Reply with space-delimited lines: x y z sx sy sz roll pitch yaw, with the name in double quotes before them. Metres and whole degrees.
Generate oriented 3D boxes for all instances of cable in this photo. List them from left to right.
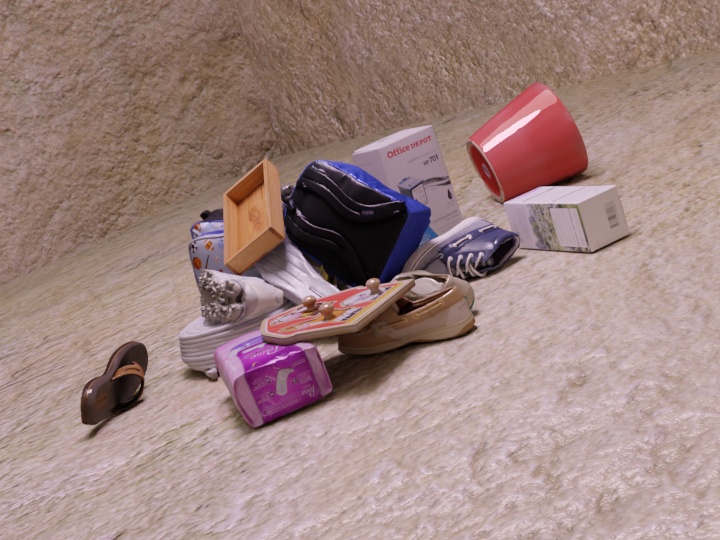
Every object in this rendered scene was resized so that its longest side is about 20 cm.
"cable" -0.188 0.092 1.773 0.199 0.070 0.199 -26 14 -31

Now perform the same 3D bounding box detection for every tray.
"tray" -0.169 -0.086 1.796 0.098 0.037 0.201 -38 31 19

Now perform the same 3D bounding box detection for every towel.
"towel" -0.058 0.019 1.871 0.018 0.087 0.200 12 12 -5

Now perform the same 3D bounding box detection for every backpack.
"backpack" -0.188 -0.006 1.925 0.199 0.192 0.154 -4 23 30
"backpack" -0.009 -0.070 1.756 0.199 0.163 0.168 30 11 20

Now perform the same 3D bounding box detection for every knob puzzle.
"knob puzzle" -0.051 0.049 1.508 0.218 0.031 0.220 -17 11 4

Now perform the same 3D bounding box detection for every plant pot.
"plant pot" 0.315 -0.236 2.221 0.177 0.201 0.200 -31 13 -4

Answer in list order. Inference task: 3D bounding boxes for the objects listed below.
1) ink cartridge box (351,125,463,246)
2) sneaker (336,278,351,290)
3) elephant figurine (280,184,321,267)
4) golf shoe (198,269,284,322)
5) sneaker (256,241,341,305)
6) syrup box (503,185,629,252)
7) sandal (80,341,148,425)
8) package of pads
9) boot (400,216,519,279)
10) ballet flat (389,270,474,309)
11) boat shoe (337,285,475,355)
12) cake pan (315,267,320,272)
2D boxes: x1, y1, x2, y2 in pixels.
"ink cartridge box" 0.088 -0.148 2.101 0.146 0.201 0.086 -27 15 -35
"sneaker" 0.000 0.000 1.879 0.070 0.081 0.200 -21 14 -21
"elephant figurine" -0.070 -0.076 2.019 0.199 0.156 0.142 23 27 -10
"golf shoe" -0.181 0.040 1.709 0.097 0.079 0.200 -2 9 -26
"sneaker" -0.087 0.030 1.729 0.073 0.071 0.200 -39 53 -12
"syrup box" 0.313 -0.081 1.759 0.081 0.079 0.200 -24 13 -22
"sandal" -0.350 0.167 1.682 0.054 0.082 0.200 2 15 12
"package of pads" -0.119 0.130 1.492 0.120 0.076 0.200 -23 13 -10
"boot" 0.152 -0.015 1.748 0.090 0.073 0.200 21 49 42
"ballet flat" 0.081 0.028 1.629 0.069 0.070 0.199 -26 14 -32
"boat shoe" 0.054 0.063 1.538 0.199 0.070 0.074 -14 13 22
"cake pan" -0.084 -0.032 2.243 0.199 0.037 0.200 -18 12 4
